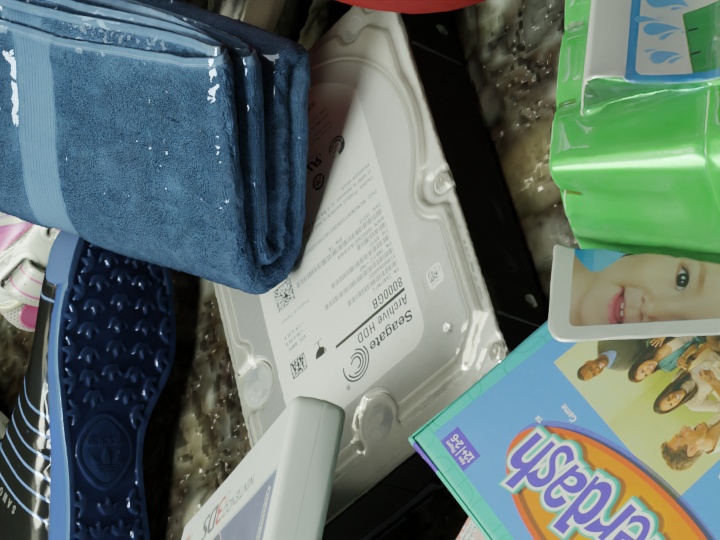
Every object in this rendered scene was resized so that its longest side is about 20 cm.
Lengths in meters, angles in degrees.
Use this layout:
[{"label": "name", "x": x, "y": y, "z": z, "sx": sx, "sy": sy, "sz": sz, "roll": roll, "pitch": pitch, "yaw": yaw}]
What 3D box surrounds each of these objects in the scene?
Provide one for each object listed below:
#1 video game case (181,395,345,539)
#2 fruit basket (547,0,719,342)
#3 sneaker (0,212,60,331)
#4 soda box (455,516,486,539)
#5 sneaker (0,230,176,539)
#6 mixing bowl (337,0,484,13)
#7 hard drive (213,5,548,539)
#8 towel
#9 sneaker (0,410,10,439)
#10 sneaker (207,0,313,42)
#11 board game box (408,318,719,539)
[{"label": "video game case", "x": -0.057, "y": 0.164, "z": 0.784, "sx": 0.182, "sy": 0.023, "sz": 0.201, "roll": 128, "pitch": 155, "yaw": -63}, {"label": "fruit basket", "x": 0.153, "y": -0.066, "z": 0.609, "sx": 0.199, "sy": 0.094, "sz": 0.186, "roll": -8, "pitch": 51, "yaw": 25}, {"label": "sneaker", "x": -0.142, "y": -0.021, "z": 1.021, "sx": 0.199, "sy": 0.081, "sz": 0.089, "roll": -26, "pitch": 71, "yaw": 38}, {"label": "soda box", "x": 0.033, "y": 0.176, "z": 0.712, "sx": 0.063, "sy": 0.068, "sz": 0.201, "roll": 28, "pitch": 89, "yaw": 44}, {"label": "sneaker", "x": -0.131, "y": 0.071, "z": 0.961, "sx": 0.078, "sy": 0.070, "sz": 0.201, "roll": -4, "pitch": 80, "yaw": 43}, {"label": "mixing bowl", "x": 0.023, "y": -0.173, "z": 0.830, "sx": 0.199, "sy": 0.108, "sz": 0.201, "roll": -9, "pitch": 62, "yaw": 17}, {"label": "hard drive", "x": 0.000, "y": 0.000, "z": 0.871, "sx": 0.140, "sy": 0.038, "sz": 0.201, "roll": -41, "pitch": 49, "yaw": 33}, {"label": "towel", "x": -0.110, "y": -0.062, "z": 0.894, "sx": 0.199, "sy": 0.048, "sz": 0.112, "roll": 18, "pitch": 120, "yaw": 34}, {"label": "sneaker", "x": -0.225, "y": 0.065, "z": 1.069, "sx": 0.200, "sy": 0.086, "sz": 0.081, "roll": 33, "pitch": 100, "yaw": 51}, {"label": "sneaker", "x": -0.066, "y": -0.165, "z": 0.930, "sx": 0.076, "sy": 0.113, "sz": 0.201, "roll": 101, "pitch": 177, "yaw": -64}, {"label": "board game box", "x": 0.131, "y": 0.039, "z": 0.642, "sx": 0.200, "sy": 0.045, "sz": 0.152, "roll": -40, "pitch": 44, "yaw": 2}]
